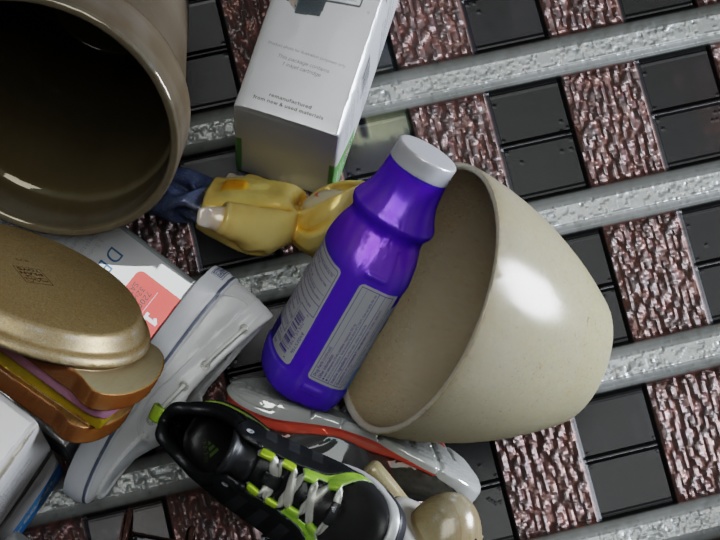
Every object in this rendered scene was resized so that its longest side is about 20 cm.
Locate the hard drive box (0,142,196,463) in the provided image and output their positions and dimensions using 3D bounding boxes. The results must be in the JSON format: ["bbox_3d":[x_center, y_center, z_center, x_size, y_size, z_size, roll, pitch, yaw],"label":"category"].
[{"bbox_3d":[-0.242,0.016,1.541,0.199,0.077,0.156,36,76,5],"label":"hard drive box"}]

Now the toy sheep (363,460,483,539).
[{"bbox_3d":[0.005,0.224,1.476,0.200,0.138,0.138,-39,79,20],"label":"toy sheep"}]

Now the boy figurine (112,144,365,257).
[{"bbox_3d":[-0.087,-0.049,1.547,0.198,0.124,0.065,11,105,10],"label":"boy figurine"}]

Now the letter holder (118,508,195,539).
[{"bbox_3d":[-0.134,0.276,1.444,0.099,0.142,0.202,10,74,-2],"label":"letter holder"}]

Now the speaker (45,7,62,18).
[{"bbox_3d":[-0.268,-0.220,1.598,0.198,0.089,0.089,-18,77,-9],"label":"speaker"}]

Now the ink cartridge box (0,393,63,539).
[{"bbox_3d":[-0.290,0.114,1.447,0.145,0.200,0.085,35,76,5],"label":"ink cartridge box"}]

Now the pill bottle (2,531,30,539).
[{"bbox_3d":[-0.284,0.278,1.432,0.200,0.114,0.114,-39,81,-2],"label":"pill bottle"}]

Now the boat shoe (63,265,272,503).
[{"bbox_3d":[-0.138,0.094,1.508,0.065,0.074,0.201,36,100,6],"label":"boat shoe"}]

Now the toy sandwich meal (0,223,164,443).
[{"bbox_3d":[-0.228,0.036,1.425,0.204,0.205,0.071,25,107,3],"label":"toy sandwich meal"}]

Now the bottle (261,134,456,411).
[{"bbox_3d":[0.000,0.000,1.494,0.065,0.084,0.201,24,108,-17],"label":"bottle"}]

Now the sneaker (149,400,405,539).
[{"bbox_3d":[-0.064,0.144,1.407,0.199,0.083,0.072,24,89,31],"label":"sneaker"}]

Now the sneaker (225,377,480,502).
[{"bbox_3d":[-0.012,0.144,1.539,0.198,0.077,0.083,20,101,2],"label":"sneaker"}]

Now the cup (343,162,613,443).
[{"bbox_3d":[0.097,0.041,1.516,0.142,0.200,0.202,20,73,-26],"label":"cup"}]

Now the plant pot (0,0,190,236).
[{"bbox_3d":[-0.200,-0.154,1.486,0.198,0.201,0.174,17,40,1],"label":"plant pot"}]

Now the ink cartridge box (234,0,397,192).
[{"bbox_3d":[-0.026,-0.177,1.573,0.084,0.146,0.202,17,74,2],"label":"ink cartridge box"}]
